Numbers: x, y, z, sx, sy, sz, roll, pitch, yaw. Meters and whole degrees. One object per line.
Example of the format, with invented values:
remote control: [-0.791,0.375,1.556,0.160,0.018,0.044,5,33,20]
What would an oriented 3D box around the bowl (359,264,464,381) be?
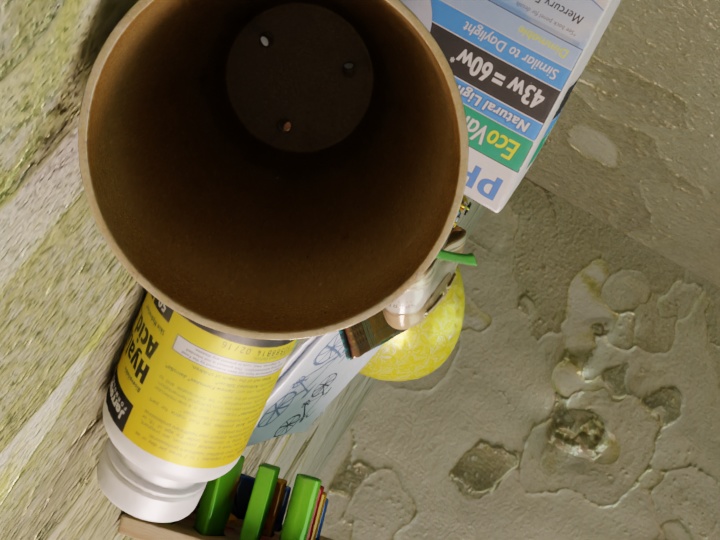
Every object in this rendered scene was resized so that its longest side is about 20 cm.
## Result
bowl: [0.008,0.035,1.524,0.107,0.200,0.201,-10,134,-49]

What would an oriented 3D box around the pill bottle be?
pill bottle: [-0.121,0.081,0.972,0.201,0.111,0.111,-64,172,25]

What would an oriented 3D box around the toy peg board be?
toy peg board: [-0.114,0.232,1.358,0.199,0.198,0.099,23,82,-83]

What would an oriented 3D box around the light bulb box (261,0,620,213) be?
light bulb box: [0.058,-0.179,0.849,0.201,0.197,0.125,-64,173,25]

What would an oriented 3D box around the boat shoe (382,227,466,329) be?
boat shoe: [0.057,0.003,1.321,0.200,0.073,0.070,-41,136,-65]

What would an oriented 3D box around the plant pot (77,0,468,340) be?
plant pot: [-0.038,-0.085,0.726,0.187,0.185,0.200,-62,-174,17]

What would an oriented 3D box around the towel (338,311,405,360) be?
towel: [0.000,0.000,1.290,0.022,0.148,0.200,-19,-178,20]

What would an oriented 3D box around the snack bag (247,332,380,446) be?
snack bag: [-0.046,0.108,1.398,0.189,0.021,0.200,-49,163,16]

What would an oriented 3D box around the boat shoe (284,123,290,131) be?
boat shoe: [-0.062,-0.032,1.008,0.075,0.074,0.201,-10,134,-33]

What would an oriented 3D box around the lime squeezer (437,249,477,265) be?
lime squeezer: [0.008,0.000,1.194,0.199,0.038,0.071,-25,124,-20]

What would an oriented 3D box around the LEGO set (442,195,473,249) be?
LEGO set: [0.048,-0.107,1.290,0.117,0.153,0.200,-62,176,16]
